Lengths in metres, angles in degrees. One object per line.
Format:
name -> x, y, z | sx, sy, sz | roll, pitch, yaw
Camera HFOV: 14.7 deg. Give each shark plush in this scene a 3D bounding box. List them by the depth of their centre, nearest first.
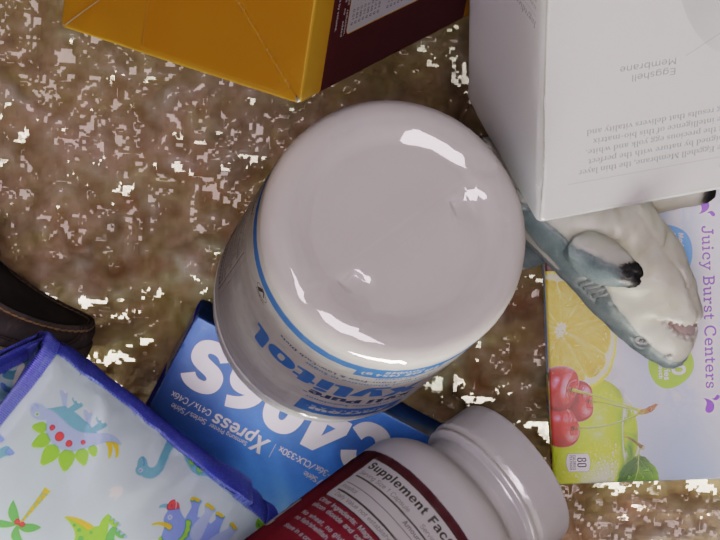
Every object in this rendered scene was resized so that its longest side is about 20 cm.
shark plush -> 0.085, -0.020, 1.428 | 0.200, 0.091, 0.083 | 21, 138, 10

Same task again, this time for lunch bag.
lunch bag -> -0.168, 0.137, 1.467 | 0.200, 0.128, 0.170 | -39, 116, 25

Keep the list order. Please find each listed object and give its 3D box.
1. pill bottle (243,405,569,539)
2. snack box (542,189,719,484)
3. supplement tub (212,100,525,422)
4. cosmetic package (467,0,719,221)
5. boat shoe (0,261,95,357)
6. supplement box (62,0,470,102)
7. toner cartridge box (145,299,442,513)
pill bottle -> 0.006, 0.159, 1.427 | 0.200, 0.113, 0.113 | -35, 100, -23
snack box -> 0.181, 0.008, 1.488 | 0.168, 0.068, 0.201 | -1, 102, 4
supplement tub -> 0.000, 0.000, 1.407 | 0.132, 0.200, 0.132 | 2, 77, -9
cosmetic package -> 0.163, -0.151, 1.360 | 0.199, 0.123, 0.200 | -10, 127, -13
boat shoe -> -0.231, -0.009, 1.491 | 0.200, 0.075, 0.073 | 23, 101, -5
supplement box -> -0.025, -0.213, 1.340 | 0.133, 0.200, 0.198 | 19, 115, 21
toner cartridge box -> -0.021, 0.105, 1.525 | 0.200, 0.043, 0.095 | 27, 102, -4
